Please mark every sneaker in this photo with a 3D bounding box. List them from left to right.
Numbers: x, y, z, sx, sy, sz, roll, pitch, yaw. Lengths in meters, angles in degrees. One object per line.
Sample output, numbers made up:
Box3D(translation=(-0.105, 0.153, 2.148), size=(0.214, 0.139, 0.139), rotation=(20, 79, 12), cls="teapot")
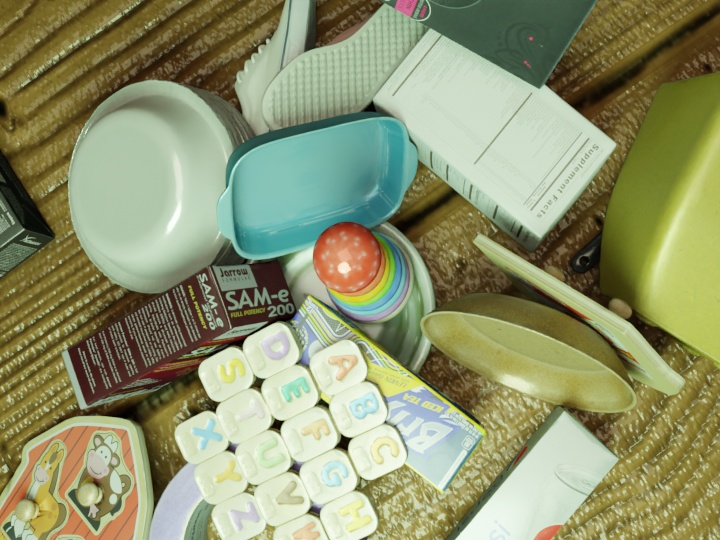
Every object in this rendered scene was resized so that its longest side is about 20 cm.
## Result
Box3D(translation=(-0.090, -0.192, 0.921), size=(0.070, 0.073, 0.204), rotation=(11, 87, 4), cls="sneaker")
Box3D(translation=(-0.017, -0.184, 0.890), size=(0.200, 0.105, 0.076), rotation=(-40, 96, -16), cls="sneaker")

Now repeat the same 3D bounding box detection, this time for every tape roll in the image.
Box3D(translation=(-0.095, 0.259, 0.878), size=(0.196, 0.085, 0.204), rotation=(-1, 85, 7), cls="tape roll")

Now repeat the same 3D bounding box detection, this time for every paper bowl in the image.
Box3D(translation=(-0.196, -0.079, 0.883), size=(0.197, 0.104, 0.205), rotation=(1, 93, 24), cls="paper bowl")

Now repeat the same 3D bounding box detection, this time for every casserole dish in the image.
Box3D(translation=(-0.042, -0.082, 0.830), size=(0.197, 0.123, 0.039), rotation=(-18, 43, -23), cls="casserole dish")

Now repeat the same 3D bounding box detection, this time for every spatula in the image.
Box3D(translation=(0.282, -0.065, 0.893), size=(0.199, 0.021, 0.057), rotation=(-41, 90, 3), cls="spatula")

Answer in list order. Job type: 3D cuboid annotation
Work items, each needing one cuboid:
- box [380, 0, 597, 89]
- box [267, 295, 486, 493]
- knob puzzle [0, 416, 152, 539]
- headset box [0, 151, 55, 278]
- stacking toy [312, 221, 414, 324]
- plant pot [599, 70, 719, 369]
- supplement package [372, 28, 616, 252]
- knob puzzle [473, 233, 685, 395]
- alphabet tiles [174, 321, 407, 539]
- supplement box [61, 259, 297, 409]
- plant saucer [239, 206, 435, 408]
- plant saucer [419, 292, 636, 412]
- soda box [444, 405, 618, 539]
Box3D(translation=(0.107, -0.271, 0.788), size=(0.198, 0.123, 0.107), rotation=(28, 55, 0), cls="box")
Box3D(translation=(0.016, 0.110, 0.838), size=(0.199, 0.064, 0.070), rotation=(37, 90, 7), cls="box")
Box3D(translation=(-0.278, 0.229, 0.889), size=(0.216, 0.030, 0.224), rotation=(-9, 71, 26), cls="knob puzzle")
Box3D(translation=(-0.442, -0.038, 0.947), size=(0.199, 0.077, 0.150), rotation=(-37, 82, 3), cls="headset box")
Box3D(translation=(0.000, 0.000, 0.780), size=(0.084, 0.200, 0.087), rotation=(0, 85, 6), cls="stacking toy")
Box3D(translation=(0.314, -0.029, 0.793), size=(0.194, 0.194, 0.202), rotation=(31, 95, -5), cls="plant pot")
Box3D(translation=(0.123, -0.127, 0.872), size=(0.199, 0.110, 0.114), rotation=(41, 90, 8), cls="supplement package")
Box3D(translation=(0.210, 0.044, 0.815), size=(0.218, 0.220, 0.031), rotation=(37, 88, 8), cls="knob puzzle")
Box3D(translation=(-0.065, 0.154, 0.814), size=(0.193, 0.015, 0.202), rotation=(-26, 87, 13), cls="alphabet tiles")
Box3D(translation=(-0.168, 0.059, 0.856), size=(0.198, 0.108, 0.062), rotation=(-29, 80, 28), cls="supplement box")
Box3D(translation=(-0.024, 0.041, 0.905), size=(0.196, 0.050, 0.204), rotation=(0, 86, 6), cls="plant saucer")
Box3D(translation=(0.150, 0.068, 0.814), size=(0.197, 0.201, 0.036), rotation=(22, 73, 8), cls="plant saucer")
Box3D(translation=(0.149, 0.225, 0.862), size=(0.068, 0.063, 0.201), rotation=(41, 91, 8), cls="soda box")
